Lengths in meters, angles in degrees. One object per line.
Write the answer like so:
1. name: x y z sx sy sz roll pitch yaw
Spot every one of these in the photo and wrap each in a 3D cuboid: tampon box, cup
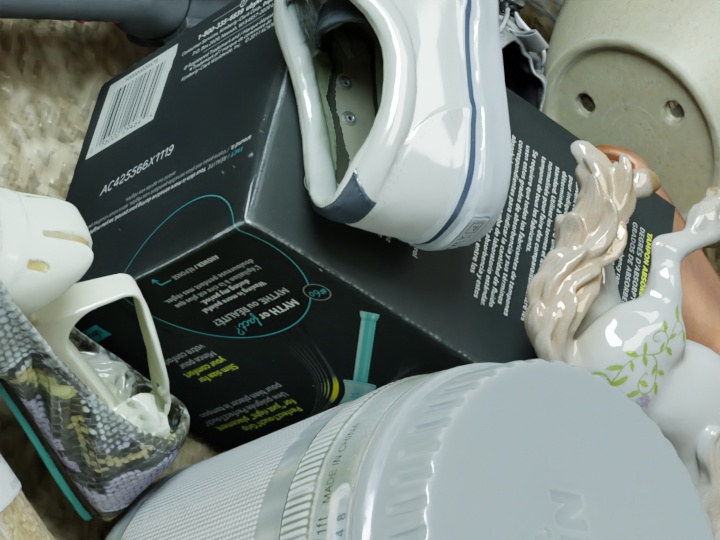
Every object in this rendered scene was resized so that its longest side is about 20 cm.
1. tampon box: 0.000 0.000 0.839 0.200 0.150 0.127 33 53 -29
2. cup: 0.166 -0.089 1.008 0.143 0.200 0.201 -34 97 -39

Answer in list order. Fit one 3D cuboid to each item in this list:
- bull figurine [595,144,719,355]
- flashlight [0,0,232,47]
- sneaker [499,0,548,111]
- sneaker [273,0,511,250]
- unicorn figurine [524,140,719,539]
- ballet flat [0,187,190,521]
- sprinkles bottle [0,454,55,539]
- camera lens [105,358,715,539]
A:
1. bull figurine: 0.135 0.040 0.963 0.200 0.121 0.065 59 32 -4
2. flashlight: -0.134 -0.112 0.821 0.200 0.068 0.068 -4 46 -44
3. sneaker: 0.059 -0.103 0.988 0.075 0.082 0.201 16 62 -38
4. sneaker: 0.006 -0.107 0.735 0.071 0.073 0.201 8 65 -40
5. unicorn figurine: 0.134 0.048 0.797 0.200 0.074 0.138 29 64 -16
6. ballet flat: -0.114 0.012 0.731 0.200 0.072 0.072 58 37 -47
7. sprinkles bottle: -0.169 0.050 0.717 0.200 0.068 0.068 57 45 -8
8. camera lens: 0.009 0.127 0.755 0.160 0.200 0.160 19 60 -36
